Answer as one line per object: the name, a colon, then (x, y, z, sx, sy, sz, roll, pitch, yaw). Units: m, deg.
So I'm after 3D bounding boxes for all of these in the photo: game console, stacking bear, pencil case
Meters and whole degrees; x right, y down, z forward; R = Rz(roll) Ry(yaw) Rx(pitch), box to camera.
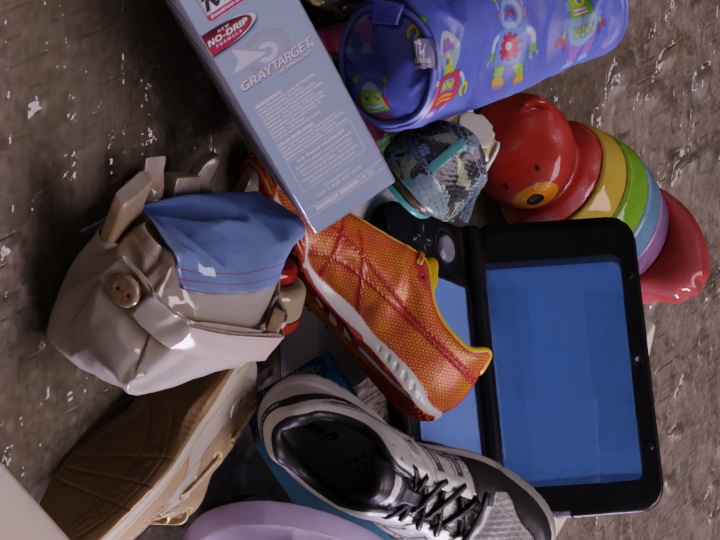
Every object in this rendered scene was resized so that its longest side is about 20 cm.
game console: (0.101, 0.056, 1.726, 0.176, 0.116, 0.202, 20, 61, -59)
stacking bear: (0.145, -0.055, 1.887, 0.200, 0.121, 0.114, 39, 36, -46)
pencil case: (0.073, -0.145, 1.572, 0.199, 0.078, 0.088, -23, 125, -43)

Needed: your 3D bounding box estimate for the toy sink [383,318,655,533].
toy sink: (0.099, 0.109, 1.847, 0.201, 0.130, 0.112, -58, 165, -25)

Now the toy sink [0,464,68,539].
toy sink: (-0.217, 0.165, 1.382, 0.112, 0.130, 0.200, -59, 145, -21)

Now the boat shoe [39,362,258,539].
boat shoe: (-0.118, 0.117, 1.583, 0.200, 0.073, 0.070, -50, 137, -34)

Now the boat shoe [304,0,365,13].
boat shoe: (-0.016, -0.186, 1.558, 0.201, 0.060, 0.072, -13, 86, -86)

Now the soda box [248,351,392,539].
soda box: (0.004, 0.155, 1.715, 0.068, 0.064, 0.201, -30, 115, 3)

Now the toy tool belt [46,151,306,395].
toy tool belt: (-0.086, -0.010, 1.526, 0.199, 0.124, 0.124, -17, 128, -54)

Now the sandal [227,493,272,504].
sandal: (-0.032, 0.191, 1.775, 0.200, 0.054, 0.081, 18, 90, -59)

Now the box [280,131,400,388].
box: (0.000, -0.026, 1.738, 0.144, 0.036, 0.201, -34, 133, -47)

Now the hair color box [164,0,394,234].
hair color box: (-0.058, -0.125, 1.501, 0.060, 0.099, 0.200, -34, 133, -3)

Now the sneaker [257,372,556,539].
sneaker: (0.025, 0.135, 1.607, 0.088, 0.199, 0.076, -81, -164, -81)

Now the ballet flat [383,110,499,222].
ballet flat: (0.056, -0.067, 1.633, 0.200, 0.074, 0.075, -73, 176, -83)

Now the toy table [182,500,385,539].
toy table: (-0.025, 0.237, 1.625, 0.199, 0.184, 0.118, 27, 38, -25)

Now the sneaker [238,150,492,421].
sneaker: (0.000, 0.000, 1.642, 0.077, 0.073, 0.200, -43, 100, -15)

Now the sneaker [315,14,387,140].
sneaker: (0.014, -0.136, 1.665, 0.199, 0.095, 0.080, -20, 112, -24)
